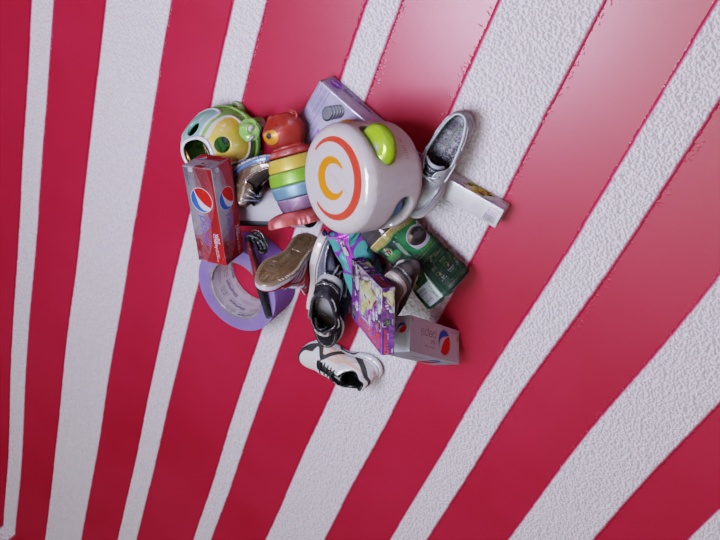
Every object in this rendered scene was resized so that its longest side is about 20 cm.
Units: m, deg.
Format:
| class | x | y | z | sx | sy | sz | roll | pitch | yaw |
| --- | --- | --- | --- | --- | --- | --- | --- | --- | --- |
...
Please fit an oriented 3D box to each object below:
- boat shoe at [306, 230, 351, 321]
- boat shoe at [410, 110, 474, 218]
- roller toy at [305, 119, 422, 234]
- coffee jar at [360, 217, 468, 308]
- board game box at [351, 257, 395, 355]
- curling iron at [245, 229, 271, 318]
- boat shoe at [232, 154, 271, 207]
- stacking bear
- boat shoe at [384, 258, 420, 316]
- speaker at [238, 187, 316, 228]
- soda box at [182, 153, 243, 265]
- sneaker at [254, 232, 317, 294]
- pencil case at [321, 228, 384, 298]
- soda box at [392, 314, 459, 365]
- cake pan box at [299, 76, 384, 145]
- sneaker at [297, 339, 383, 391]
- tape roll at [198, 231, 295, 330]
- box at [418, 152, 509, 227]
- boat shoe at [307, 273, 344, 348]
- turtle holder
| class | x | y | z | sx | sy | sz | roll | pitch | yaw |
| --- | --- | --- | --- | --- | --- | --- | --- | --- | --- |
| boat shoe | -0.052 | 0.014 | 1.511 | 0.092 | 0.075 | 0.201 | 19 | 131 | 13 |
| boat shoe | 0.124 | -0.180 | 1.257 | 0.070 | 0.071 | 0.201 | 31 | 104 | 12 |
| roller toy | 0.007 | -0.159 | 1.254 | 0.200 | 0.139 | 0.183 | 16 | 111 | 47 |
| coffee jar | 0.097 | -0.033 | 1.369 | 0.200 | 0.104 | 0.085 | 47 | 144 | 1 |
| board game box | 0.020 | 0.058 | 1.322 | 0.032 | 0.200 | 0.121 | -8 | 107 | -13 |
| curling iron | -0.201 | 0.012 | 1.511 | 0.049 | 0.026 | 0.201 | 13 | 121 | 27 |
| boat shoe | -0.223 | -0.159 | 1.444 | 0.199 | 0.072 | 0.073 | -25 | 76 | 33 |
| stacking bear | -0.122 | -0.187 | 1.352 | 0.121 | 0.114 | 0.201 | -6 | 102 | 42 |
| boat shoe | 0.065 | 0.037 | 1.348 | 0.067 | 0.057 | 0.200 | 47 | 157 | 9 |
| speaker | -0.182 | -0.128 | 1.497 | 0.199 | 0.081 | 0.082 | 4 | 117 | 28 |
| soda box | -0.276 | -0.113 | 1.407 | 0.070 | 0.063 | 0.201 | 11 | 123 | 23 |
| sneaker | -0.148 | 0.016 | 1.479 | 0.071 | 0.200 | 0.113 | 24 | 127 | 15 |
| pencil case | 0.000 | 0.000 | 1.453 | 0.085 | 0.092 | 0.201 | -12 | 110 | 25 |
| soda box | 0.114 | 0.133 | 1.393 | 0.063 | 0.200 | 0.068 | -7 | 74 | 33 |
| cake pan box | -0.040 | -0.223 | 1.383 | 0.184 | 0.052 | 0.200 | 42 | 128 | 7 |
| sneaker | -0.055 | 0.205 | 1.605 | 0.199 | 0.080 | 0.074 | 9 | 121 | 28 |
| tape roll | -0.246 | 0.024 | 1.614 | 0.199 | 0.085 | 0.201 | 14 | 122 | 23 |
| box | 0.165 | -0.145 | 1.311 | 0.199 | 0.039 | 0.042 | 31 | 123 | 12 |
| boat shoe | -0.070 | 0.096 | 1.493 | 0.074 | 0.060 | 0.201 | 17 | 137 | 6 |
| turtle holder | -0.263 | -0.243 | 1.448 | 0.185 | 0.132 | 0.142 | 15 | 121 | 23 |
